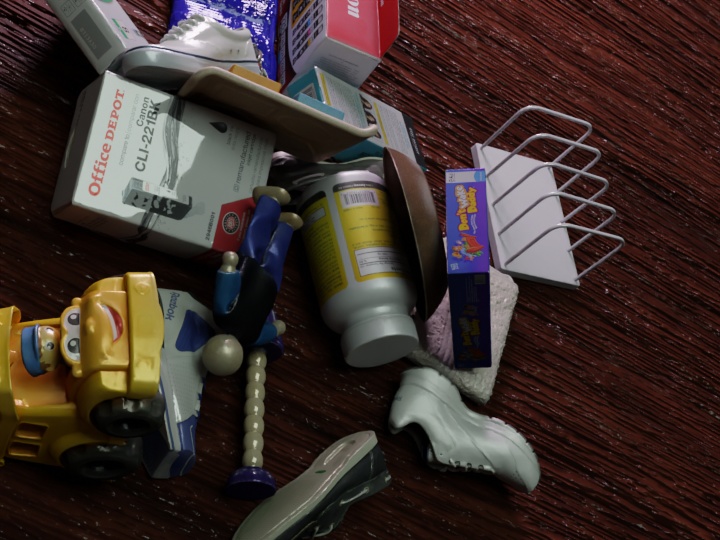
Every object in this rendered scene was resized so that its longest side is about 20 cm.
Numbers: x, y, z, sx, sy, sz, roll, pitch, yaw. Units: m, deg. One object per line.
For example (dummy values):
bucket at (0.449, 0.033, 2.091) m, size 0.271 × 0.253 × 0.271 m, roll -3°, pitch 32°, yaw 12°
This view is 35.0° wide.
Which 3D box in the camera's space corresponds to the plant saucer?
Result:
plant saucer at (0.065, -0.044, 1.290) m, size 0.036 × 0.201 × 0.202 m, roll -14°, pitch 66°, yaw -3°

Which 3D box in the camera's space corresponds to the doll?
doll at (-0.106, 0.018, 1.133) m, size 0.137 × 0.048 × 0.201 m, roll 65°, pitch 34°, yaw -46°

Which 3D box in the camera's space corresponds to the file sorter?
file sorter at (0.253, -0.101, 1.532) m, size 0.138 × 0.124 × 0.202 m, roll 12°, pitch 55°, yaw -31°

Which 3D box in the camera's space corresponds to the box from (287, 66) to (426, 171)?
box at (-0.001, -0.172, 1.400) m, size 0.199 × 0.049 × 0.083 m, roll 19°, pitch 48°, yaw -50°

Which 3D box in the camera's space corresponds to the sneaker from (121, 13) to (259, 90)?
sneaker at (-0.182, -0.232, 1.209) m, size 0.199 × 0.072 × 0.072 m, roll -12°, pitch 91°, yaw -61°

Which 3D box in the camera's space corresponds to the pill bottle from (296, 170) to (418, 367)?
pill bottle at (0.000, 0.000, 1.285) m, size 0.111 × 0.112 × 0.202 m, roll 3°, pitch 60°, yaw -35°

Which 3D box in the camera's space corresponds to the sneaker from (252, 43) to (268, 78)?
sneaker at (-0.128, -0.218, 1.330) m, size 0.199 × 0.082 × 0.077 m, roll 30°, pitch 7°, yaw -29°

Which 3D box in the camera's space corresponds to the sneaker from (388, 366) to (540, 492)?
sneaker at (0.112, 0.195, 1.282) m, size 0.199 × 0.075 × 0.087 m, roll 34°, pitch 58°, yaw -4°

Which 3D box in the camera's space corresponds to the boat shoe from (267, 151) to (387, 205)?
boat shoe at (-0.024, -0.098, 1.363) m, size 0.198 × 0.067 × 0.057 m, roll 2°, pitch 50°, yaw -28°

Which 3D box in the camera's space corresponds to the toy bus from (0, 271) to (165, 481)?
toy bus at (-0.271, 0.087, 0.977) m, size 0.190 × 0.200 × 0.137 m, roll 8°, pitch 56°, yaw -23°

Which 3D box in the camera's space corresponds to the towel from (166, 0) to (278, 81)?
towel at (-0.164, -0.313, 1.415) m, size 0.146 × 0.050 × 0.202 m, roll 19°, pitch 52°, yaw -27°

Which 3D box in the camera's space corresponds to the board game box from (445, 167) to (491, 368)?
board game box at (0.122, 0.002, 1.279) m, size 0.044 × 0.201 × 0.136 m, roll -2°, pitch 56°, yaw 6°

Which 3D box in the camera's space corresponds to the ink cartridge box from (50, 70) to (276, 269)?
ink cartridge box at (-0.204, -0.101, 1.192) m, size 0.198 × 0.084 × 0.146 m, roll 18°, pitch 75°, yaw -26°

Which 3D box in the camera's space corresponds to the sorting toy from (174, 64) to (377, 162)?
sorting toy at (-0.098, -0.168, 1.217) m, size 0.198 × 0.185 × 0.037 m, roll 16°, pitch 82°, yaw -18°

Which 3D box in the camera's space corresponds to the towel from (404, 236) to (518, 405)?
towel at (0.124, 0.055, 1.396) m, size 0.132 × 0.034 × 0.201 m, roll 32°, pitch 48°, yaw -14°

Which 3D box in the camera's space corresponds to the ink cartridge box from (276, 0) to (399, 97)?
ink cartridge box at (-0.031, -0.325, 1.433) m, size 0.083 × 0.176 × 0.202 m, roll 16°, pitch 52°, yaw -27°

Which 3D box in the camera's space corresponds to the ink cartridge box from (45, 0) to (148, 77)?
ink cartridge box at (-0.272, -0.283, 1.251) m, size 0.162 × 0.050 × 0.200 m, roll 53°, pitch 16°, yaw 4°

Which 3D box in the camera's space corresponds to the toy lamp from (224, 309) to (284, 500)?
toy lamp at (-0.106, 0.129, 1.162) m, size 0.058 × 0.058 × 0.202 m, roll 17°, pitch 55°, yaw -27°

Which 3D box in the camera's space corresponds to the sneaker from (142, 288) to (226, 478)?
sneaker at (-0.168, 0.095, 1.121) m, size 0.114 × 0.081 × 0.201 m, roll 2°, pitch 59°, yaw -33°

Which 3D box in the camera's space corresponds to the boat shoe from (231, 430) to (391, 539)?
boat shoe at (-0.043, 0.236, 1.131) m, size 0.199 × 0.071 × 0.068 m, roll -33°, pitch 108°, yaw -39°
